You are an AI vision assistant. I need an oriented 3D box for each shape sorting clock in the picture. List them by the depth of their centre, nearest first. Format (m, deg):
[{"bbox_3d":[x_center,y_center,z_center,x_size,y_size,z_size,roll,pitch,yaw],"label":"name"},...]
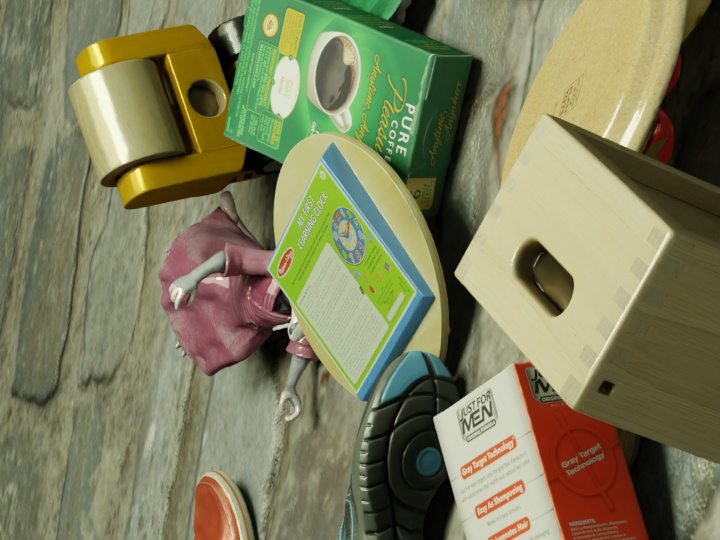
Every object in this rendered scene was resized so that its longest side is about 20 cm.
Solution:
[{"bbox_3d":[0.000,0.000,1.675,0.200,0.039,0.200,33,135,41],"label":"shape sorting clock"}]

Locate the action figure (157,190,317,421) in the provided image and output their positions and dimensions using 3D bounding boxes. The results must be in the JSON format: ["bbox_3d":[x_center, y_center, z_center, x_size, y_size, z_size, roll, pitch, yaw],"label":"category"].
[{"bbox_3d":[-0.069,0.022,1.852,0.200,0.134,0.149,-5,35,53],"label":"action figure"}]

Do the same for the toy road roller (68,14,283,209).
[{"bbox_3d":[-0.140,-0.111,1.887,0.146,0.200,0.123,-36,71,56],"label":"toy road roller"}]

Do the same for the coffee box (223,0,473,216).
[{"bbox_3d":[-0.012,-0.123,1.714,0.200,0.044,0.123,25,110,43],"label":"coffee box"}]

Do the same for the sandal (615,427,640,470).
[{"bbox_3d":[0.118,0.019,1.437,0.078,0.070,0.212,-43,45,54],"label":"sandal"}]

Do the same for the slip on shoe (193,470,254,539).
[{"bbox_3d":[-0.121,0.253,1.896,0.074,0.061,0.200,143,131,-59],"label":"slip on shoe"}]

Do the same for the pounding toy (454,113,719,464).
[{"bbox_3d":[0.154,0.028,1.254,0.142,0.184,0.200,-62,29,14],"label":"pounding toy"}]

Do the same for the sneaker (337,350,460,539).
[{"bbox_3d":[0.014,0.150,1.619,0.082,0.073,0.200,-162,82,-67],"label":"sneaker"}]

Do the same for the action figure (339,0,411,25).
[{"bbox_3d":[0.001,-0.177,1.771,0.200,0.055,0.118,-52,36,43],"label":"action figure"}]

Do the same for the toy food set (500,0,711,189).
[{"bbox_3d":[0.140,-0.091,1.386,0.198,0.049,0.200,-52,21,44],"label":"toy food set"}]

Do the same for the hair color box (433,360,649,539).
[{"bbox_3d":[0.113,0.159,1.369,0.102,0.061,0.200,-39,62,55],"label":"hair color box"}]
